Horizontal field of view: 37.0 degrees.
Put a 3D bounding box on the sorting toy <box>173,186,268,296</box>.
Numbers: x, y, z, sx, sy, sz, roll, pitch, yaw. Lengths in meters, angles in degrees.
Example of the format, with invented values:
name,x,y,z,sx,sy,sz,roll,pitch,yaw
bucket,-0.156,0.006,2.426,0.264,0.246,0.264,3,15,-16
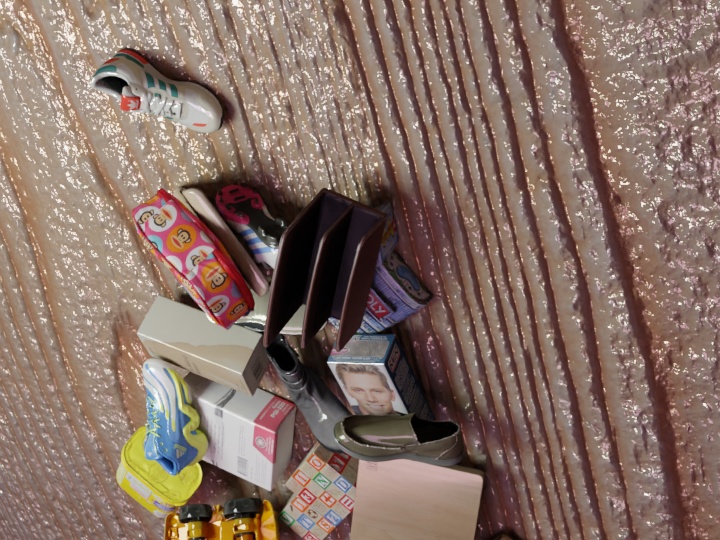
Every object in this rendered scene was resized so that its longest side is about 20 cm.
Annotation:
name,x,y,z,sx,sy,sz,roll,pitch,yaw
sorting toy,-0.205,-0.050,1.598,0.186,0.036,0.200,54,169,-12

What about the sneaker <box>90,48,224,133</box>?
name,x,y,z,sx,sy,sz,roll,pitch,yaw
sneaker,-0.294,-0.241,1.535,0.198,0.094,0.071,30,131,9

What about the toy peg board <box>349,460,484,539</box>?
name,x,y,z,sx,sy,sz,roll,pitch,yaw
toy peg board,0.095,0.375,1.733,0.197,0.098,0.202,10,110,12

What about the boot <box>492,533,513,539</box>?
name,x,y,z,sx,sy,sz,roll,pitch,yaw
boot,0.232,0.534,1.773,0.166,0.072,0.200,46,127,-3

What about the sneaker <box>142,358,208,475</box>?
name,x,y,z,sx,sy,sz,roll,pitch,yaw
sneaker,-0.318,0.247,1.759,0.075,0.105,0.202,-9,116,34

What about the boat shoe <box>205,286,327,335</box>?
name,x,y,z,sx,sy,sz,roll,pitch,yaw
boat shoe,-0.141,0.062,1.681,0.197,0.068,0.073,5,84,16

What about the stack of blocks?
name,x,y,z,sx,sy,sz,roll,pitch,yaw
stack of blocks,-0.068,0.378,1.846,0.115,0.059,0.200,38,131,1

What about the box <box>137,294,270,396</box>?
name,x,y,z,sx,sy,sz,roll,pitch,yaw
box,-0.252,0.121,1.746,0.198,0.078,0.095,18,155,18

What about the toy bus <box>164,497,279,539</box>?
name,x,y,z,sx,sy,sz,roll,pitch,yaw
toy bus,-0.235,0.488,1.931,0.197,0.138,0.192,-7,164,3

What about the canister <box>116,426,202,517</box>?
name,x,y,z,sx,sy,sz,roll,pitch,yaw
canister,-0.371,0.372,1.955,0.148,0.087,0.200,39,152,0

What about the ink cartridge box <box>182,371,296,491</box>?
name,x,y,z,sx,sy,sz,roll,pitch,yaw
ink cartridge box,-0.217,0.266,1.837,0.198,0.085,0.147,20,128,15

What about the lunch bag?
name,x,y,z,sx,sy,sz,roll,pitch,yaw
lunch bag,-0.238,-0.008,1.554,0.200,0.082,0.177,46,168,27

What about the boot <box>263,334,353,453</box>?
name,x,y,z,sx,sy,sz,roll,pitch,yaw
boot,-0.080,0.188,1.646,0.200,0.070,0.132,37,163,45

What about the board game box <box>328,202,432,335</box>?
name,x,y,z,sx,sy,sz,roll,pitch,yaw
board game box,0.000,0.000,1.554,0.200,0.062,0.199,49,131,-8

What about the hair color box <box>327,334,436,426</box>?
name,x,y,z,sx,sy,sz,roll,pitch,yaw
hair color box,0.034,0.184,1.628,0.099,0.061,0.201,-1,134,29

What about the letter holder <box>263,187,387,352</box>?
name,x,y,z,sx,sy,sz,roll,pitch,yaw
letter holder,-0.053,0.018,1.460,0.100,0.142,0.202,24,128,14

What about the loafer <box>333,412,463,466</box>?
name,x,y,z,sx,sy,sz,roll,pitch,yaw
loafer,0.059,0.235,1.575,0.197,0.076,0.070,5,130,-8

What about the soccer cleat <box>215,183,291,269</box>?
name,x,y,z,sx,sy,sz,roll,pitch,yaw
soccer cleat,-0.151,-0.053,1.551,0.200,0.069,0.087,42,144,45
